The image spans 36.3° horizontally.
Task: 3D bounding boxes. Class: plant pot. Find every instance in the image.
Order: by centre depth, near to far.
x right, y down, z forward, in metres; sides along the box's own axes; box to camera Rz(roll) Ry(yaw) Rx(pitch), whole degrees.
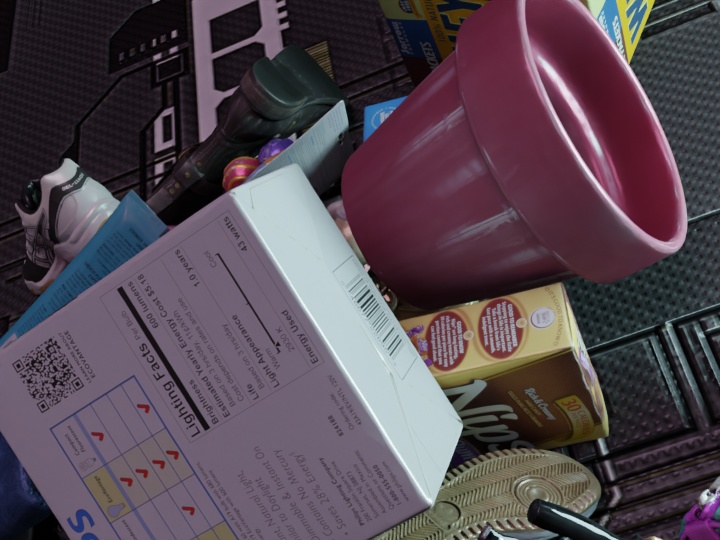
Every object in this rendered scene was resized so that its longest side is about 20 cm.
[{"bbox_3d":[0.093,-0.065,0.742,0.178,0.200,0.201,-28,43,31],"label":"plant pot"}]

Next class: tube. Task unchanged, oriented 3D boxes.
[{"bbox_3d":[-0.219,0.031,0.856,0.200,0.077,0.050,-41,17,15],"label":"tube"}]

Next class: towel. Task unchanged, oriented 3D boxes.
[{"bbox_3d":[-0.293,0.167,0.843,0.199,0.048,0.112,-33,43,30],"label":"towel"}]

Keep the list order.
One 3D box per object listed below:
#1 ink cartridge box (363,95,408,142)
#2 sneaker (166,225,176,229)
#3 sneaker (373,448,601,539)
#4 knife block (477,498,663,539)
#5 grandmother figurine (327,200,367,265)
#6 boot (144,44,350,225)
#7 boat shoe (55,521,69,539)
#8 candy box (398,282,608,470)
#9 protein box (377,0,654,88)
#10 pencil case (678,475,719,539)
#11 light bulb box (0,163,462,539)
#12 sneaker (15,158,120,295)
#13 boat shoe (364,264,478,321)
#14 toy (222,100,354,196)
[{"bbox_3d":[0.105,-0.096,0.890,0.198,0.067,0.117,-13,50,16],"label":"ink cartridge box"},{"bbox_3d":[-0.210,0.048,0.941,0.200,0.079,0.095,-43,70,-10],"label":"sneaker"},{"bbox_3d":[0.062,0.189,0.691,0.199,0.109,0.070,-16,37,-28],"label":"sneaker"},{"bbox_3d":[0.159,0.181,0.564,0.198,0.176,0.064,0,54,26],"label":"knife block"},{"bbox_3d":[-0.043,0.022,0.794,0.060,0.121,0.200,41,66,-2],"label":"grandmother figurine"},{"bbox_3d":[-0.108,-0.116,0.994,0.069,0.200,0.174,48,114,7],"label":"boot"},{"bbox_3d":[-0.136,0.168,0.782,0.199,0.063,0.073,-9,6,24],"label":"boat shoe"},{"bbox_3d":[0.055,0.083,0.736,0.199,0.117,0.057,-16,49,15],"label":"candy box"},{"bbox_3d":[0.147,-0.272,0.963,0.197,0.135,0.201,9,58,31],"label":"protein box"},{"bbox_3d":[0.260,0.093,0.644,0.201,0.092,0.085,-58,15,-25],"label":"pencil case"},{"bbox_3d":[-0.079,0.078,0.643,0.199,0.199,0.125,-31,3,18],"label":"light bulb box"},{"bbox_3d":[-0.265,-0.042,0.968,0.076,0.088,0.200,-47,11,-35],"label":"sneaker"},{"bbox_3d":[0.001,-0.002,0.868,0.200,0.063,0.073,23,66,38],"label":"boat shoe"},{"bbox_3d":[-0.093,-0.064,0.925,0.047,0.115,0.200,42,80,16],"label":"toy"}]
